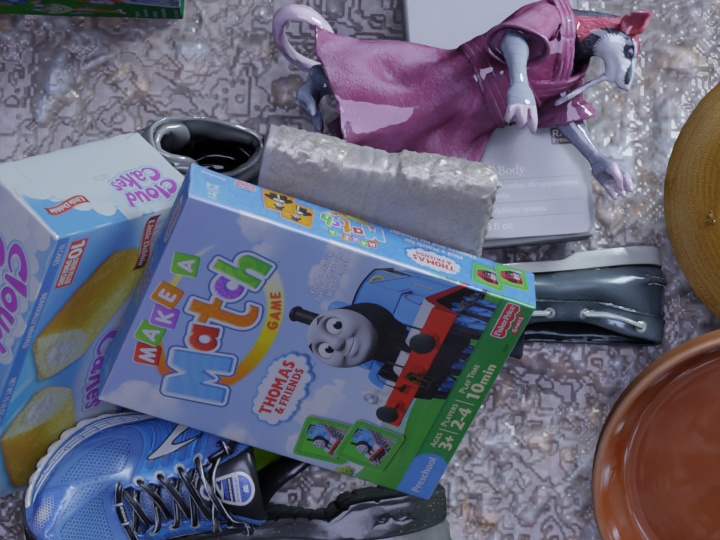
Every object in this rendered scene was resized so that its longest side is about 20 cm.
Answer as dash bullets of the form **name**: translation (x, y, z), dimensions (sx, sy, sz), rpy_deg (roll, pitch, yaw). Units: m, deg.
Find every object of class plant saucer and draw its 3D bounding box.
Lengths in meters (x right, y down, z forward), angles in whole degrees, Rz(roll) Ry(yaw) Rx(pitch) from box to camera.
- **plant saucer**: translation (0.235, 0.122, 1.596), dimensions (0.200, 0.032, 0.200), rpy_deg (1, 112, 2)

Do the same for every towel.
- **towel**: translation (0.000, 0.000, 1.525), dimensions (0.132, 0.200, 0.034), rpy_deg (9, 48, -3)

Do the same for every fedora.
- **fedora**: translation (0.275, -0.045, 1.596), dimensions (0.200, 0.082, 0.201), rpy_deg (1, 109, 3)

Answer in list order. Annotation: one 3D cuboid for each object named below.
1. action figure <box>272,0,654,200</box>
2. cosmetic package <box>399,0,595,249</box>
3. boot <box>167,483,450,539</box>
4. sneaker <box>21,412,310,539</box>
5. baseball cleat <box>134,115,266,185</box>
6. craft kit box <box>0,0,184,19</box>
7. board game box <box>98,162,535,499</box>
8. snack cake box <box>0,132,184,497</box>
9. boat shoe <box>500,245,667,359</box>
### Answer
- **action figure**: translation (0.073, -0.105, 1.534), dimensions (0.200, 0.134, 0.149), rpy_deg (-28, 59, 1)
- **cosmetic package**: translation (0.078, -0.113, 1.611), dimensions (0.107, 0.090, 0.200), rpy_deg (-6, 89, 0)
- **boot**: translation (-0.033, 0.201, 1.598), dimensions (0.200, 0.068, 0.131), rpy_deg (-8, 95, 0)
- **sneaker**: translation (-0.102, 0.115, 1.546), dimensions (0.200, 0.089, 0.079), rpy_deg (-28, 116, -30)
- **baseball cleat**: translation (-0.150, -0.053, 1.586), dimensions (0.200, 0.106, 0.070), rpy_deg (-16, 73, -8)
- **craft kit box**: translation (-0.199, -0.177, 1.545), dimensions (0.197, 0.200, 0.049), rpy_deg (4, 87, -2)
- **board game box**: translation (-0.025, 0.037, 1.496), dimensions (0.200, 0.037, 0.151), rpy_deg (18, 125, -12)
- **snack cake box**: translation (-0.175, 0.029, 1.523), dimensions (0.067, 0.115, 0.200), rpy_deg (42, 127, 27)
- **boat shoe**: translation (0.085, 0.029, 1.609), dimensions (0.200, 0.073, 0.062), rpy_deg (-8, 83, -8)
